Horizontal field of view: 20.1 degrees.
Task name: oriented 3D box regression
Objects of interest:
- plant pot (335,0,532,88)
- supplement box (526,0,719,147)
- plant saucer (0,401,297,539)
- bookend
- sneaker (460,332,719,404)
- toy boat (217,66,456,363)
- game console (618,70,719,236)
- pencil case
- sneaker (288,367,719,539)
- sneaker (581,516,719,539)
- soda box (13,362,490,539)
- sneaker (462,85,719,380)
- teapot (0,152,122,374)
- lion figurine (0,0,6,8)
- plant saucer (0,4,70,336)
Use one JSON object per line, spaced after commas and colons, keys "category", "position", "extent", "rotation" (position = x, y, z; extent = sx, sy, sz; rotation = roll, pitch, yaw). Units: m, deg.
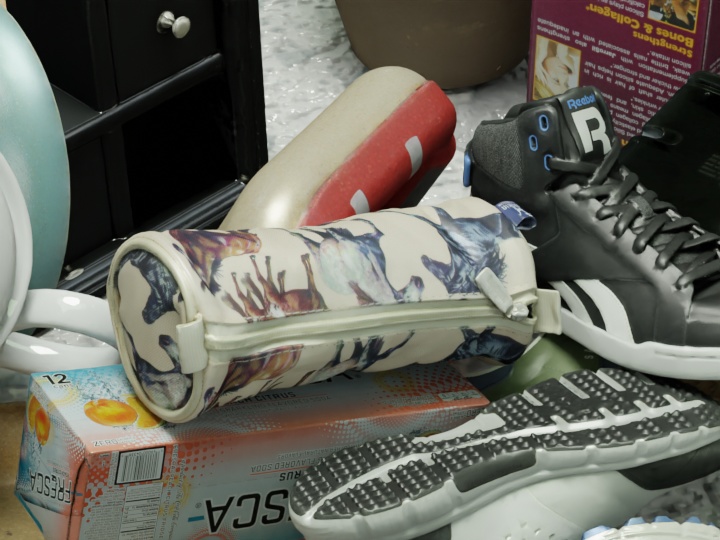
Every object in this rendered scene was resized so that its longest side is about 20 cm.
{"category": "plant pot", "position": [0.047, -0.210, 1.207], "extent": [0.200, 0.175, 0.200], "rotation": [-1, 39, 1]}
{"category": "supplement box", "position": [0.161, -0.157, 1.115], "extent": [0.110, 0.200, 0.086], "rotation": [24, 44, 28]}
{"category": "plant saucer", "position": [-0.128, 0.123, 0.878], "extent": [0.200, 0.035, 0.200], "rotation": [9, 26, -4]}
{"category": "bookend", "position": [-0.152, -0.093, 1.048], "extent": [0.199, 0.200, 0.092], "rotation": [-32, 47, -33]}
{"category": "sneaker", "position": [0.123, 0.041, 0.973], "extent": [0.200, 0.067, 0.090], "rotation": [-27, 50, -24]}
{"category": "toy boat", "position": [0.000, 0.000, 1.011], "extent": [0.131, 0.131, 0.200], "rotation": [40, 48, 3]}
{"category": "game console", "position": [0.237, -0.010, 1.016], "extent": [0.200, 0.116, 0.176], "rotation": [25, 54, 31]}
{"category": "pencil case", "position": [-0.012, 0.014, 0.866], "extent": [0.200, 0.078, 0.089], "rotation": [-8, 6, -37]}
{"category": "sneaker", "position": [0.069, 0.100, 0.871], "extent": [0.200, 0.080, 0.074], "rotation": [-15, 22, -11]}
{"category": "sneaker", "position": [0.151, 0.152, 0.833], "extent": [0.200, 0.077, 0.085], "rotation": [-7, 47, -2]}
{"category": "soda box", "position": [-0.046, 0.078, 0.887], "extent": [0.200, 0.064, 0.068], "rotation": [-4, 29, -32]}
{"category": "sneaker", "position": [0.117, -0.024, 0.916], "extent": [0.073, 0.112, 0.200], "rotation": [-24, 27, -38]}
{"category": "teapot", "position": [-0.206, -0.007, 0.844], "extent": [0.146, 0.198, 0.200], "rotation": [-5, 19, 37]}
{"category": "lion figurine", "position": [-0.195, -0.143, 1.152], "extent": [0.122, 0.073, 0.200], "rotation": [27, 25, 35]}
{"category": "plant saucer", "position": [-0.217, -0.046, 0.994], "extent": [0.200, 0.200, 0.027], "rotation": [31, 26, 34]}
